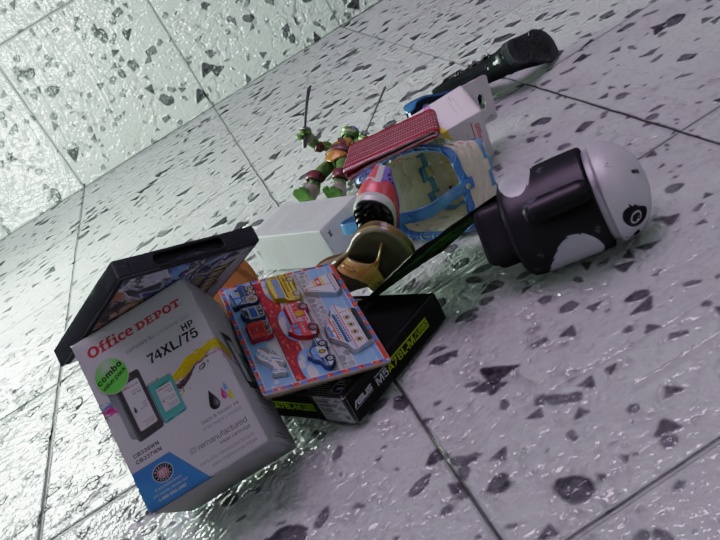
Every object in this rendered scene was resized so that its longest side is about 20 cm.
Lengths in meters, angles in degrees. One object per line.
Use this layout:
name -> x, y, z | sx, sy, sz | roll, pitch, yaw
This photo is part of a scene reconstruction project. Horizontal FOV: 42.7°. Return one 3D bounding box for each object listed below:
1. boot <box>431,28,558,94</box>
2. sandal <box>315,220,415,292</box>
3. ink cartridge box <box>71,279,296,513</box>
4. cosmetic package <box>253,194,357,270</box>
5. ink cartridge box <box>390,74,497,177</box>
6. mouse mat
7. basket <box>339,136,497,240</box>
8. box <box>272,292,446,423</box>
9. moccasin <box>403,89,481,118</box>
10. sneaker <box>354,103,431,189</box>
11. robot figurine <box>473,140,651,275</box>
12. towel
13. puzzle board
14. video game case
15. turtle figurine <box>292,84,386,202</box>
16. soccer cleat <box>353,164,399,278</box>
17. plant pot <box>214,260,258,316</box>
boot -> 0.252, -0.373, 1.731 | 0.164, 0.066, 0.200 | -17, -8, -42
sandal -> 0.000, 0.000, 1.173 | 0.200, 0.080, 0.054 | -32, 33, 49
ink cartridge box -> -0.191, 0.141, 1.018 | 0.146, 0.201, 0.146 | -31, -15, 0
cosmetic package -> -0.083, -0.060, 1.502 | 0.199, 0.072, 0.101 | -3, 36, 48
ink cartridge box -> 0.137, -0.206, 1.451 | 0.199, 0.117, 0.068 | -32, 56, 1
mouse mat -> 0.095, -0.031, 1.151 | 0.200, 0.008, 0.161 | -35, -7, -39
basket -> 0.085, -0.106, 1.303 | 0.176, 0.140, 0.200 | -6, 25, 45
box -> -0.022, 0.103, 1.136 | 0.199, 0.048, 0.193 | -4, 36, 48
moccasin -> 0.149, -0.277, 1.644 | 0.199, 0.069, 0.080 | -21, -2, -41
sneaker -> 0.071, -0.202, 1.546 | 0.199, 0.075, 0.079 | -35, 67, 6
robot figurine -> 0.236, -0.068, 1.069 | 0.199, 0.125, 0.151 | -23, 28, 20
towel -> 0.046, -0.183, 1.314 | 0.144, 0.023, 0.200 | -24, 15, 10
puzzle board -> -0.070, 0.061, 1.080 | 0.150, 0.018, 0.200 | -15, 39, -16
video game case -> -0.228, 0.029, 1.023 | 0.180, 0.026, 0.200 | -18, -18, -43
turtle figurine -> -0.057, -0.225, 1.673 | 0.200, 0.143, 0.195 | 107, 180, -58
soccer cleat -> 0.027, -0.051, 1.206 | 0.068, 0.201, 0.074 | 10, 56, 10
plant pot -> -0.208, 0.087, 1.239 | 0.199, 0.201, 0.140 | -33, 39, -4
